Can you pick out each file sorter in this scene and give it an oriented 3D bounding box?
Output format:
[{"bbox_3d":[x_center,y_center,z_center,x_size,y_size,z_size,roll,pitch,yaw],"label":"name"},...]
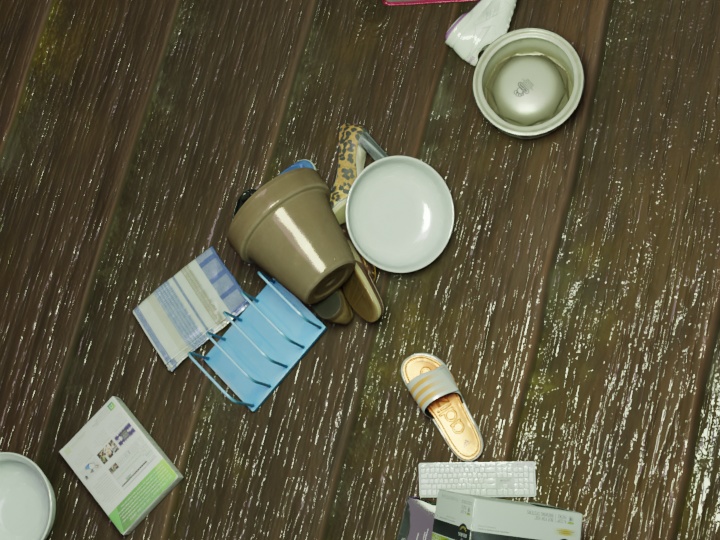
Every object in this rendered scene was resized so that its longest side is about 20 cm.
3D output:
[{"bbox_3d":[-0.183,0.122,1.716,0.138,0.123,0.201,42,90,17],"label":"file sorter"}]

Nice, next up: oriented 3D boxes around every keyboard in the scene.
[{"bbox_3d":[0.196,0.352,1.647,0.195,0.011,0.058,-3,77,11],"label":"keyboard"}]

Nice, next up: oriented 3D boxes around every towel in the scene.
[{"bbox_3d":[-0.313,0.070,1.810,0.199,0.024,0.148,-39,71,-1],"label":"towel"}]

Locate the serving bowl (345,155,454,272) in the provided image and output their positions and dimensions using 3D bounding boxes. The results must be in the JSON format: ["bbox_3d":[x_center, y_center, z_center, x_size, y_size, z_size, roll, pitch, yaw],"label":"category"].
[{"bbox_3d":[0.064,-0.098,1.732,0.195,0.066,0.205,0,89,-11],"label":"serving bowl"}]

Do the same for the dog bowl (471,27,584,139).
[{"bbox_3d":[0.300,-0.325,1.751,0.195,0.074,0.205,-2,77,11],"label":"dog bowl"}]

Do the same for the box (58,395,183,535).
[{"bbox_3d":[-0.432,0.350,1.763,0.144,0.036,0.200,-44,72,-1],"label":"box"}]

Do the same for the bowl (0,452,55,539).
[{"bbox_3d":[-0.624,0.432,1.754,0.196,0.090,0.206,-3,76,11],"label":"bowl"}]

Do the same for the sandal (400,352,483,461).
[{"bbox_3d":[0.143,0.226,1.661,0.079,0.059,0.208,-35,73,1],"label":"sandal"}]

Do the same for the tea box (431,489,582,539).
[{"bbox_3d":[0.218,0.455,1.508,0.196,0.133,0.201,13,79,-21],"label":"tea box"}]

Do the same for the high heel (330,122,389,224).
[{"bbox_3d":[-0.044,-0.171,1.796,0.200,0.071,0.143,-43,62,2],"label":"high heel"}]

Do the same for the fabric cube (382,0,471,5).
[{"bbox_3d":[0.122,-0.629,1.791,0.192,0.200,0.204,1,77,13],"label":"fabric cube"}]

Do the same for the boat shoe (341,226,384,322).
[{"bbox_3d":[0.000,0.000,1.734,0.071,0.073,0.201,-13,54,-30],"label":"boat shoe"}]

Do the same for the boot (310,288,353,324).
[{"bbox_3d":[-0.077,0.019,1.757,0.073,0.075,0.202,-38,58,11],"label":"boot"}]

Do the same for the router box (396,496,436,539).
[{"bbox_3d":[0.123,0.491,1.607,0.146,0.051,0.204,14,80,16],"label":"router box"}]

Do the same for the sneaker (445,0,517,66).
[{"bbox_3d":[0.250,-0.462,1.805,0.200,0.075,0.100,-44,91,-1],"label":"sneaker"}]

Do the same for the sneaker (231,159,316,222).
[{"bbox_3d":[-0.157,-0.130,1.778,0.077,0.111,0.200,42,87,17],"label":"sneaker"}]

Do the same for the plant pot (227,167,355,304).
[{"bbox_3d":[-0.100,-0.043,1.661,0.199,0.200,0.175,-39,74,0],"label":"plant pot"}]
